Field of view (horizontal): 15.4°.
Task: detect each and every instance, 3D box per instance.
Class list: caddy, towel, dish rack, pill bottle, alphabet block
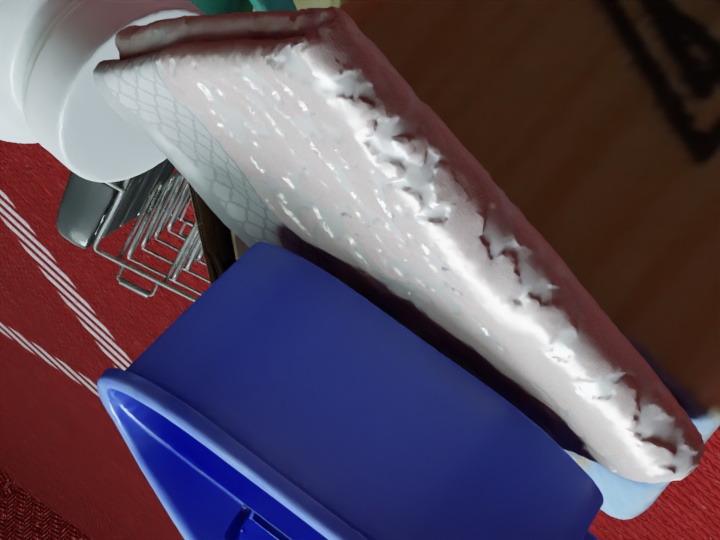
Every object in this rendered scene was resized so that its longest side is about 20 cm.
[{"bbox_3d":[-0.005,0.085,0.957,0.200,0.105,0.141,35,164,19],"label":"caddy"},{"bbox_3d":[0.008,-0.010,0.919,0.200,0.032,0.191,47,163,-22],"label":"towel"},{"bbox_3d":[-0.040,-0.004,1.234,0.200,0.055,0.153,28,-167,3],"label":"dish rack"},{"bbox_3d":[-0.151,-0.124,1.124,0.200,0.113,0.113,41,167,32],"label":"pill bottle"},{"bbox_3d":[0.101,-0.054,1.006,0.196,0.200,0.195,40,164,6],"label":"alphabet block"}]

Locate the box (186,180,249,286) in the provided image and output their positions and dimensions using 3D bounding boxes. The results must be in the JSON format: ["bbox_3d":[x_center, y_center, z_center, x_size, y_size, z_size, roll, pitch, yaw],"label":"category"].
[{"bbox_3d":[0.000,0.000,1.155,0.200,0.021,0.164,33,-150,-40],"label":"box"}]

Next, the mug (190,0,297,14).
[{"bbox_3d":[-0.110,-0.138,1.274,0.185,0.115,0.152,11,-169,-3],"label":"mug"}]

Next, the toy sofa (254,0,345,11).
[{"bbox_3d":[-0.015,-0.094,1.322,0.097,0.083,0.200,5,-177,-29],"label":"toy sofa"}]
